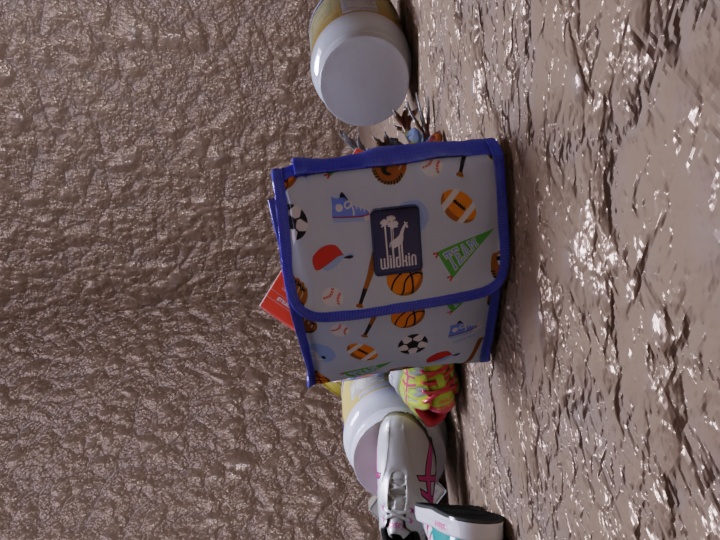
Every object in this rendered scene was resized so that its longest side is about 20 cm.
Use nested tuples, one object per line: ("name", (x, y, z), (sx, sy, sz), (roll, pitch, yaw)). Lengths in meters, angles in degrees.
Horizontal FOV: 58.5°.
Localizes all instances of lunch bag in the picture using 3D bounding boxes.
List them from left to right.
("lunch bag", (0.022, -0.007, 0.502), (0.202, 0.166, 0.125), (87, 174, -48))

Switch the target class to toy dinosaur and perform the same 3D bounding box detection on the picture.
("toy dinosaur", (0.070, -0.137, 0.773), (0.200, 0.104, 0.183), (42, -164, -37))

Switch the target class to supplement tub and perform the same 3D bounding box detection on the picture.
("supplement tub", (-0.002, -0.308, 0.916), (0.202, 0.141, 0.147), (-97, 2, -50))
("supplement tub", (0.045, 0.209, 0.906), (0.200, 0.142, 0.149), (-98, 3, -73))

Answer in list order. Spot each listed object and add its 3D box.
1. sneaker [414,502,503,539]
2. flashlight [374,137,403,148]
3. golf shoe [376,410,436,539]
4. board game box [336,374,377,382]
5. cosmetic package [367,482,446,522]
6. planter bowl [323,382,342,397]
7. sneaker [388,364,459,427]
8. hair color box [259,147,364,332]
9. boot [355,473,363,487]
("sneaker", (0.094, 0.291, 0.614), (0.200, 0.082, 0.124), (94, 180, -75))
("flashlight", (0.045, -0.172, 1.061), (0.200, 0.066, 0.070), (-136, 45, -86))
("golf shoe", (0.056, 0.270, 0.769), (0.092, 0.071, 0.204), (-54, -42, -70))
("board game box", (0.027, 0.099, 0.891), (0.200, 0.155, 0.040), (-108, 2, -85))
("cosmetic package", (0.069, 0.362, 1.026), (0.073, 0.104, 0.200), (42, 167, 13))
("planter bowl", (0.015, 0.125, 1.074), (0.083, 0.196, 0.205), (-174, 78, -75))
("sneaker", (0.081, 0.109, 0.718), (0.202, 0.077, 0.091), (85, 159, -55))
("hair color box", (-0.022, -0.023, 0.728), (0.202, 0.063, 0.111), (-60, -16, -3))
("boot", (0.050, 0.253, 1.074), (0.187, 0.063, 0.202), (-52, -21, -28))
